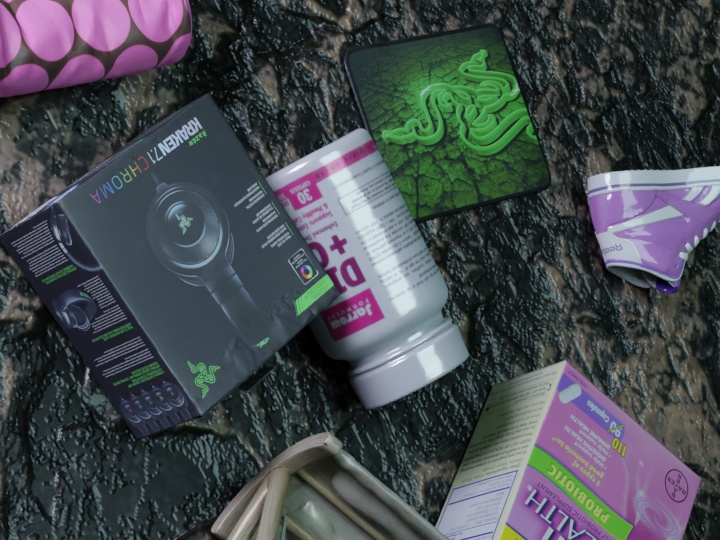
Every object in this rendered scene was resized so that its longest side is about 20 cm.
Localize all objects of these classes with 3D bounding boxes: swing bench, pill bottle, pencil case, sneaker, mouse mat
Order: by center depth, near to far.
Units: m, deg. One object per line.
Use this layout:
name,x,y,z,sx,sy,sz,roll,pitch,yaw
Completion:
swing bench,-0.021,0.263,1.541,0.199,0.130,0.200,42,48,-19
pencil case,-0.224,-0.185,1.558,0.200,0.091,0.094,-19,122,-43
pill bottle,0.000,0.000,1.655,0.113,0.113,0.201,-31,94,-41
mouse mat,0.079,-0.132,1.837,0.199,0.008,0.162,-15,85,-42
sneaker,0.298,-0.036,1.944,0.200,0.073,0.115,-5,82,-29

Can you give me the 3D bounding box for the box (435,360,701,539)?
box,0.168,0.211,1.728,0.176,0.097,0.201,41,54,-21

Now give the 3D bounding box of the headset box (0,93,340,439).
headset box,-0.136,0.003,1.558,0.174,0.093,0.200,-40,101,-40
